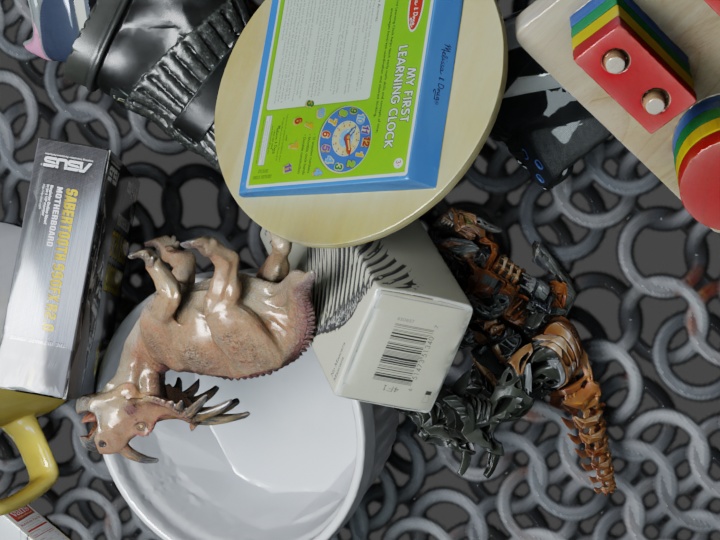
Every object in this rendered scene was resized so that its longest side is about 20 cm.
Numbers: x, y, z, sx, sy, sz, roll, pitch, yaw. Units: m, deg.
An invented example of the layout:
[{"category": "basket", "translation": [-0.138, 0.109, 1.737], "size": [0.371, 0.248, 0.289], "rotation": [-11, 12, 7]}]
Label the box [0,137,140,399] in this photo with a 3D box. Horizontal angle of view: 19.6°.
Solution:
[{"category": "box", "translation": [-0.189, 0.004, 1.370], "size": [0.048, 0.200, 0.159], "rotation": [9, 86, 0]}]

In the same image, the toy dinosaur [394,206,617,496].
[{"category": "toy dinosaur", "translation": [0.098, 0.058, 1.335], "size": [0.136, 0.102, 0.200], "rotation": [-39, 75, -18]}]

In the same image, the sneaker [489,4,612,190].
[{"category": "sneaker", "translation": [0.078, -0.095, 1.324], "size": [0.200, 0.073, 0.112], "rotation": [-16, 103, 32]}]

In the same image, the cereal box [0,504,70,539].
[{"category": "cereal box", "translation": [-0.221, 0.286, 1.556], "size": [0.200, 0.040, 0.144], "rotation": [37, 113, 12]}]

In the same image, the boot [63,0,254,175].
[{"category": "boot", "translation": [-0.080, -0.174, 1.367], "size": [0.158, 0.079, 0.211], "rotation": [28, 93, 2]}]

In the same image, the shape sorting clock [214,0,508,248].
[{"category": "shape sorting clock", "translation": [-0.001, -0.108, 1.249], "size": [0.200, 0.039, 0.200], "rotation": [-15, 63, 31]}]

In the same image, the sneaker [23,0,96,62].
[{"category": "sneaker", "translation": [-0.211, -0.239, 1.420], "size": [0.082, 0.070, 0.200], "rotation": [-3, 96, 30]}]

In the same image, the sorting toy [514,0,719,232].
[{"category": "sorting toy", "translation": [0.228, -0.122, 1.202], "size": [0.200, 0.070, 0.199], "rotation": [-37, 118, 26]}]

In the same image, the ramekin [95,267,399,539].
[{"category": "ramekin", "translation": [-0.068, 0.092, 1.411], "size": [0.200, 0.105, 0.200], "rotation": [5, 103, 23]}]

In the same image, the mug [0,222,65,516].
[{"category": "mug", "translation": [-0.277, 0.063, 1.469], "size": [0.187, 0.153, 0.149], "rotation": [39, 113, 11]}]

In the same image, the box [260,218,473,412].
[{"category": "box", "translation": [0.000, 0.000, 1.312], "size": [0.068, 0.200, 0.082], "rotation": [11, 114, -24]}]

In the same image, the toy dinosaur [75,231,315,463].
[{"category": "toy dinosaur", "translation": [-0.085, 0.042, 1.294], "size": [0.200, 0.086, 0.136], "rotation": [-12, 97, 33]}]
